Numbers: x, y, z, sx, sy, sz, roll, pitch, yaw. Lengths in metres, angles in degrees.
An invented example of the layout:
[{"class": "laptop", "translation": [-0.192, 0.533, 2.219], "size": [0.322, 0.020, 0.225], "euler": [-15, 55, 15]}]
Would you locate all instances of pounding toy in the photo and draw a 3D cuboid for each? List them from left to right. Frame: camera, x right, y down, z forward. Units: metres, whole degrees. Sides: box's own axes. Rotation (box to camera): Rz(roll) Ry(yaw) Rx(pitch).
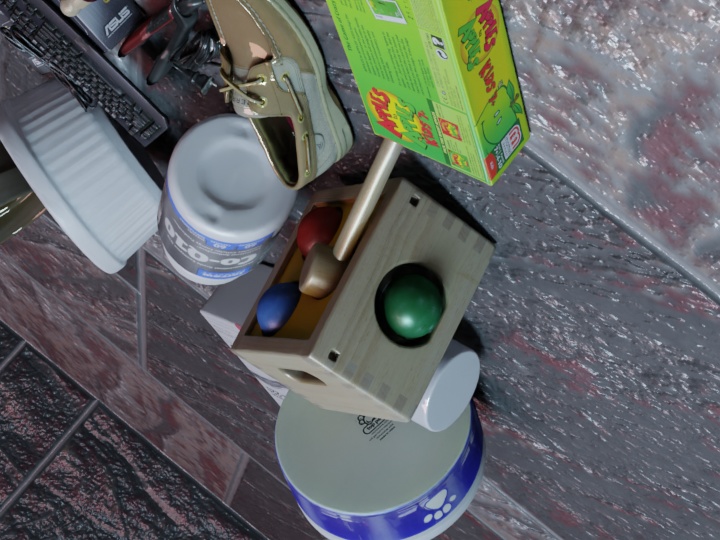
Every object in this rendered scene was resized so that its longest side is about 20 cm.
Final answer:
[{"class": "pounding toy", "translation": [0.000, 0.000, 1.025], "size": [0.142, 0.185, 0.200], "euler": [34, 164, -22]}]

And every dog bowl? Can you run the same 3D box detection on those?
[{"class": "dog bowl", "translation": [0.019, 0.166, 1.285], "size": [0.199, 0.200, 0.079], "euler": [27, 155, 31]}]

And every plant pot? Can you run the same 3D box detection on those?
[{"class": "plant pot", "translation": [-0.511, -0.123, 1.682], "size": [0.174, 0.199, 0.200], "euler": [55, 161, 2]}]

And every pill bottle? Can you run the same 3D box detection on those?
[{"class": "pill bottle", "translation": [-0.125, -0.056, 1.195], "size": [0.114, 0.114, 0.200], "euler": [40, 161, 0]}, {"class": "pill bottle", "translation": [0.008, 0.069, 1.227], "size": [0.199, 0.111, 0.112], "euler": [28, 157, 31]}]

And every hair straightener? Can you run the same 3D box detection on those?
[{"class": "hair straightener", "translation": [-0.137, -0.183, 1.066], "size": [0.077, 0.041, 0.200], "euler": [45, 156, -15]}]

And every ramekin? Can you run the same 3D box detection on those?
[{"class": "ramekin", "translation": [-0.264, -0.104, 1.295], "size": [0.203, 0.094, 0.202], "euler": [55, 179, 1]}]

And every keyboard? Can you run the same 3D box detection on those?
[{"class": "keyboard", "translation": [-0.257, -0.183, 1.156], "size": [0.200, 0.021, 0.127], "euler": [45, 160, -13]}]

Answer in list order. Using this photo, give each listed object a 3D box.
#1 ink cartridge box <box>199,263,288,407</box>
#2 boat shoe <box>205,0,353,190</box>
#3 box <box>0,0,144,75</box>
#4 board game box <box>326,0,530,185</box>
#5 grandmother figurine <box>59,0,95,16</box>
[{"class": "ink cartridge box", "translation": [-0.064, 0.093, 1.454], "size": [0.145, 0.085, 0.200], "euler": [17, 152, 48]}, {"class": "boat shoe", "translation": [-0.067, -0.138, 0.977], "size": [0.074, 0.066, 0.200], "euler": [22, 154, 41]}, {"class": "box", "translation": [-0.293, -0.255, 1.164], "size": [0.159, 0.048, 0.200], "euler": [48, 158, -22]}, {"class": "board game box", "translation": [0.035, -0.147, 0.800], "size": [0.101, 0.048, 0.200], "euler": [28, 157, 32]}, {"class": "grandmother figurine", "translation": [-0.221, -0.252, 0.981], "size": [0.199, 0.061, 0.122], "euler": [5, 132, 36]}]
